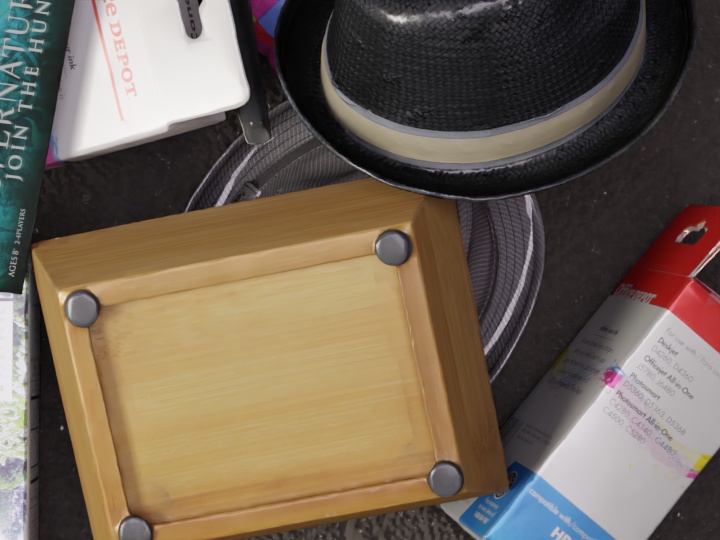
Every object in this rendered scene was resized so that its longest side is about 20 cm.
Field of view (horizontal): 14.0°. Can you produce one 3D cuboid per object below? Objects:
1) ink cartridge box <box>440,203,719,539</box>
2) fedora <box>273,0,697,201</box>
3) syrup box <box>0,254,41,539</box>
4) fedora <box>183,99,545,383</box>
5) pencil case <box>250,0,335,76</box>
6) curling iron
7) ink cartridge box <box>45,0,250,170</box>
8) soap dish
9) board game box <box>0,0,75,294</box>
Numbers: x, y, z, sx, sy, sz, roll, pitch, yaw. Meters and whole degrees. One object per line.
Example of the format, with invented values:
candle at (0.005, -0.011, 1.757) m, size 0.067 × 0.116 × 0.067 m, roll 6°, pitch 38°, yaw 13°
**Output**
ink cartridge box at (0.134, 0.065, 1.427) m, size 0.067 × 0.116 × 0.200 m, roll 40°, pitch 87°, yaw -9°
fedora at (0.058, -0.128, 1.334) m, size 0.200 × 0.092 × 0.201 m, roll 0°, pitch 56°, yaw 1°
syrup box at (-0.196, 0.089, 1.419) m, size 0.078 × 0.081 × 0.201 m, roll 0°, pitch 90°, yaw -3°
fedora at (0.000, 0.000, 1.431) m, size 0.200 × 0.090 × 0.177 m, roll -44°, pitch 93°, yaw -4°
pencil case at (-0.066, -0.191, 1.433) m, size 0.088 × 0.088 × 0.200 m, roll -38°, pitch 93°, yaw -4°
curling iron at (-0.060, -0.156, 1.382) m, size 0.049 × 0.026 × 0.201 m, roll 3°, pitch 108°, yaw 22°
ink cartridge box at (-0.140, -0.110, 1.393) m, size 0.199 × 0.067 × 0.117 m, roll -13°, pitch 91°, yaw 23°
soap dish at (-0.043, 0.048, 1.352) m, size 0.199 × 0.081 × 0.158 m, roll -11°, pitch 99°, yaw 4°
board game box at (-0.202, -0.094, 1.324) m, size 0.135 × 0.028 × 0.201 m, roll 6°, pitch 102°, yaw -22°
